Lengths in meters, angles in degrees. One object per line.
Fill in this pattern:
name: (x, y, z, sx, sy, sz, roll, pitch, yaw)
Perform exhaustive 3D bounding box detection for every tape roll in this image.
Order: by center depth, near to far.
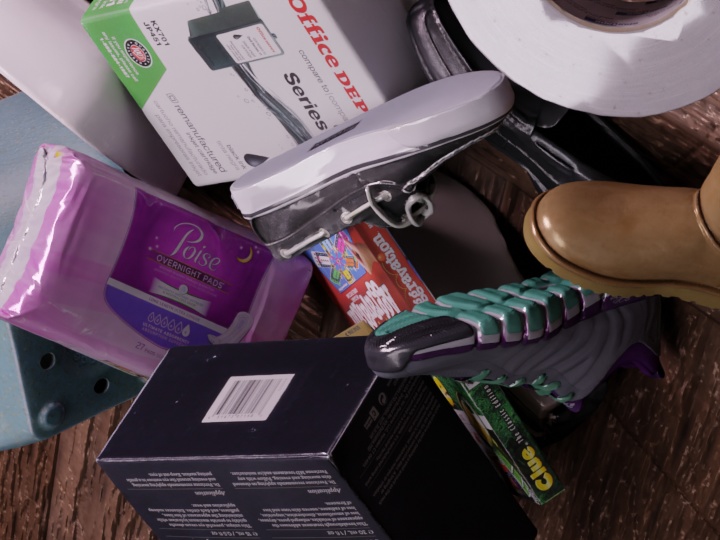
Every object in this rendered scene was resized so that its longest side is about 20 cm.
tape roll: (0.141, -0.186, 1.471, 0.200, 0.066, 0.201, 5, 109, 14)

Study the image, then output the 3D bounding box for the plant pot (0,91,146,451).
plant pot: (-0.238, 0.018, 1.927, 0.200, 0.196, 0.196, 29, 136, 47)

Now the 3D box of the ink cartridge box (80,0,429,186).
ink cartridge box: (-0.051, -0.140, 1.716, 0.200, 0.083, 0.147, -8, 127, 42)

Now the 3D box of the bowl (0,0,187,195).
bowl: (-0.198, -0.146, 1.847, 0.200, 0.075, 0.200, 38, -178, 21)

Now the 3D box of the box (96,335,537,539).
box: (-0.026, 0.141, 1.719, 0.200, 0.104, 0.182, -4, 131, 40)

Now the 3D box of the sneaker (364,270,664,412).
sneaker: (0.099, 0.052, 1.636, 0.074, 0.200, 0.088, 20, 122, 63)

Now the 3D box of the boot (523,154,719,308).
boot: (0.204, -0.062, 1.519, 0.200, 0.175, 0.066, 120, 155, -50)

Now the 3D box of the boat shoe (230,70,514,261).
boat shoe: (0.015, -0.056, 1.622, 0.199, 0.074, 0.068, -24, 105, 28)

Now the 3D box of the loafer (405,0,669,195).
loafer: (0.110, -0.094, 1.637, 0.201, 0.068, 0.070, 48, 132, 1)

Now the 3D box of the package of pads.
package of pads: (-0.140, 0.007, 1.813, 0.200, 0.121, 0.076, 24, 174, -30)

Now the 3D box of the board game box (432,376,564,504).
board game box: (0.070, 0.094, 1.760, 0.105, 0.023, 0.200, 59, 171, -5)

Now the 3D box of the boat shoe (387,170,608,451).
boat shoe: (0.074, 0.032, 1.757, 0.200, 0.075, 0.093, 54, 159, 19)

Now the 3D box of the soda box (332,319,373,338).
soda box: (0.000, 0.129, 1.854, 0.064, 0.068, 0.200, 46, 157, 34)

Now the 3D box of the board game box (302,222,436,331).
board game box: (0.000, 0.000, 1.776, 0.103, 0.019, 0.200, 54, 169, 1)
